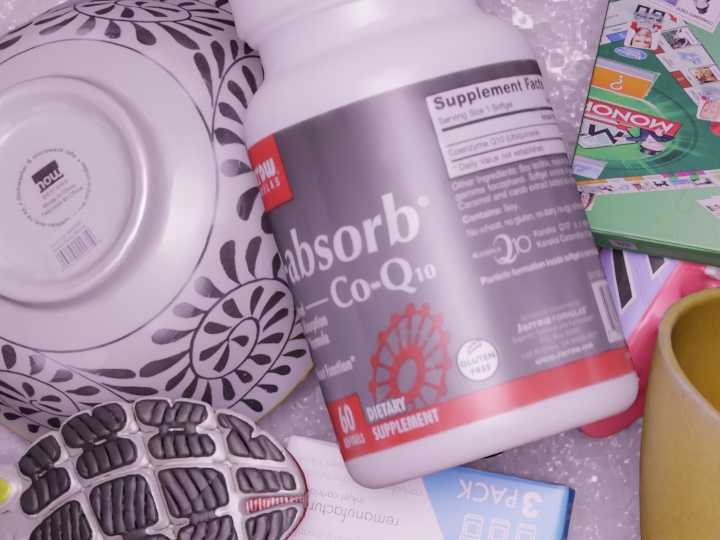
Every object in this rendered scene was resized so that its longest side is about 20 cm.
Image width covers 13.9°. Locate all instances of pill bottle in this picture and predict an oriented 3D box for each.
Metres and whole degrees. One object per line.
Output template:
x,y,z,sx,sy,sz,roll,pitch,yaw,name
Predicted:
0.022,-0.028,1.110,0.116,0.116,0.200,-18,86,3,pill bottle

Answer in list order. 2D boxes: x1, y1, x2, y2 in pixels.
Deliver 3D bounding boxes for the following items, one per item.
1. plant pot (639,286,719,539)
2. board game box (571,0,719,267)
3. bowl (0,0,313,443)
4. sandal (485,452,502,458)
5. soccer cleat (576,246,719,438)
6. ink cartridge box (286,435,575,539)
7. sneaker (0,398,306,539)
0.186,0.114,1.121,0.200,0.200,0.142,20,112,6,plant pot
0.186,-0.061,1.133,0.200,0.029,0.135,11,81,18,board game box
-0.107,-0.025,1.170,0.201,0.094,0.201,-3,82,19,bowl
0.000,0.000,1.211,0.075,0.045,0.200,-46,69,-5,sandal
0.128,-0.028,1.192,0.076,0.067,0.200,30,91,28,soccer cleat
0.012,0.174,1.178,0.115,0.068,0.200,10,86,6,ink cartridge box
-0.108,0.100,1.169,0.200,0.085,0.077,-15,80,21,sneaker
